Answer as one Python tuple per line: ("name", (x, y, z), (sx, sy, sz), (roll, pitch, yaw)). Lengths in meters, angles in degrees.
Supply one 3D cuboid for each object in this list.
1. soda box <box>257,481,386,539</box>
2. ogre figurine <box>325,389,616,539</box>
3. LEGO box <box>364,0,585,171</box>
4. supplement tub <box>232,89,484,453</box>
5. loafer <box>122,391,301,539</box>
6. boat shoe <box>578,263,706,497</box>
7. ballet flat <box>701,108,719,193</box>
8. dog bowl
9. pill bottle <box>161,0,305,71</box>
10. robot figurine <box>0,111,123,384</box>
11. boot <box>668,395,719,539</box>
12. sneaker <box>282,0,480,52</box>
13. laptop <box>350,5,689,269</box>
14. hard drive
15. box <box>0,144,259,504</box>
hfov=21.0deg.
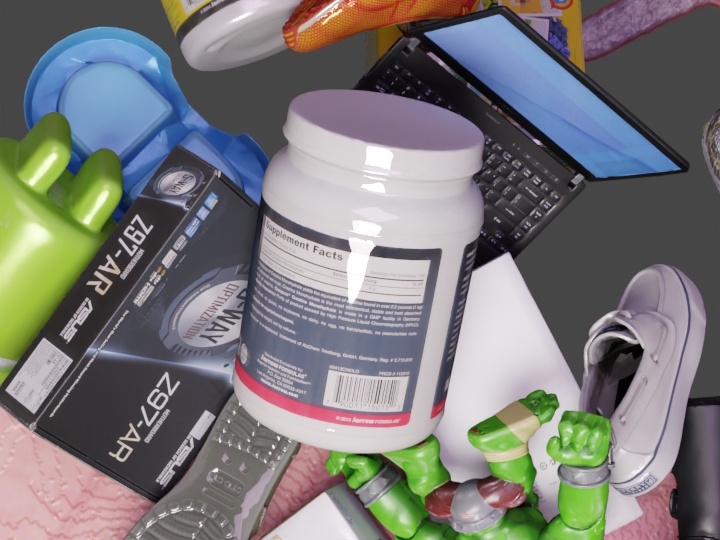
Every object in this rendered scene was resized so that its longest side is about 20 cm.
("soda box", (0.015, 0.242, 1.292), (0.068, 0.064, 0.200), (-37, 83, 10))
("ogre figurine", (0.080, 0.152, 1.264), (0.199, 0.098, 0.120), (-16, 108, 13))
("LEGO box", (0.080, -0.173, 1.393), (0.148, 0.077, 0.201), (-1, 78, -6))
("supplement tub", (0.000, 0.000, 1.224), (0.140, 0.140, 0.201), (9, 110, -4))
("loafer", (-0.097, 0.167, 1.299), (0.075, 0.070, 0.200), (34, 79, 14))
("boat shoe", (0.186, 0.058, 1.317), (0.065, 0.073, 0.201), (42, 36, -24))
("ballet flat", (0.300, -0.031, 1.392), (0.072, 0.072, 0.201), (-20, 81, -10))
("dog bowl", (-0.147, -0.079, 1.361), (0.200, 0.050, 0.111), (44, 77, 4))
("pill bottle", (-0.106, -0.252, 1.372), (0.111, 0.111, 0.201), (-20, 81, -10))
("robot figurine", (-0.238, -0.005, 1.283), (0.175, 0.116, 0.200), (36, 104, -23))
("boot", (0.218, 0.166, 1.288), (0.076, 0.200, 0.169), (-6, 77, 29))
("sneaker", (0.040, -0.191, 1.314), (0.199, 0.073, 0.077), (-28, 108, -12))
("laptop", (0.080, -0.068, 1.285), (0.177, 0.103, 0.200), (37, 109, -23))
("hard drive", (0.089, 0.107, 1.329), (0.131, 0.026, 0.201), (-28, 91, 3))
("box", (-0.126, 0.039, 1.268), (0.043, 0.160, 0.200), (32, 83, 35))
